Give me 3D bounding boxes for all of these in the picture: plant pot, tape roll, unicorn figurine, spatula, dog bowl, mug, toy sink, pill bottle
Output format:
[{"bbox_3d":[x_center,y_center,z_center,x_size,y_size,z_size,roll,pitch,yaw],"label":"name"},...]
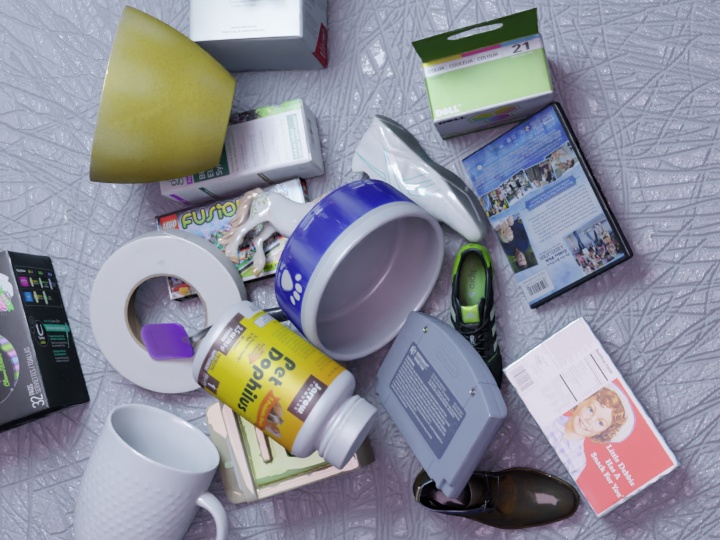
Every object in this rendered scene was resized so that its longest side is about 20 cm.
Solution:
[{"bbox_3d":[-0.221,-0.185,1.265,0.139,0.200,0.204,13,89,-10],"label":"plant pot"},{"bbox_3d":[-0.237,0.051,1.363,0.198,0.037,0.207,2,105,6],"label":"tape roll"},{"bbox_3d":[-0.073,-0.048,1.310,0.197,0.074,0.139,23,78,15],"label":"unicorn figurine"},{"bbox_3d":[-0.171,0.070,1.329,0.196,0.021,0.057,-14,124,5],"label":"spatula"},{"bbox_3d":[0.000,0.000,1.263,0.079,0.199,0.201,39,94,34],"label":"dog bowl"},{"bbox_3d":[-0.249,0.289,1.327,0.198,0.148,0.178,29,103,9],"label":"mug"},{"bbox_3d":[-0.099,0.199,1.319,0.196,0.112,0.133,-17,83,10],"label":"toy sink"},{"bbox_3d":[-0.081,0.130,1.212,0.198,0.109,0.110,33,93,11],"label":"pill bottle"}]

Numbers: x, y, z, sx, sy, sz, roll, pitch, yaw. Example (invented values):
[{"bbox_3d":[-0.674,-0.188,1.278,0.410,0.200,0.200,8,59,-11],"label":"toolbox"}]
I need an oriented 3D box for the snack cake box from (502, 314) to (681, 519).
[{"bbox_3d":[0.265,0.167,1.272,0.114,0.067,0.202,-33,81,6],"label":"snack cake box"}]

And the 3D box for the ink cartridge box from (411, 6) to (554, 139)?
[{"bbox_3d":[0.142,-0.219,1.252,0.145,0.200,0.077,-13,84,10],"label":"ink cartridge box"}]

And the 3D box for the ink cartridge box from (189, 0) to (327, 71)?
[{"bbox_3d":[-0.120,-0.362,1.342,0.142,0.145,0.204,0,86,11],"label":"ink cartridge box"}]

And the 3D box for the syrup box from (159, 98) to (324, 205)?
[{"bbox_3d":[-0.151,-0.145,1.367,0.196,0.081,0.080,-11,81,10],"label":"syrup box"}]

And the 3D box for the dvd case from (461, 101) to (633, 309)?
[{"bbox_3d":[0.218,-0.075,1.295,0.142,0.017,0.203,-30,80,31],"label":"dvd case"}]

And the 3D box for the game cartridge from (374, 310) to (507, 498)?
[{"bbox_3d":[0.090,0.142,1.254,0.201,0.040,0.135,54,126,48],"label":"game cartridge"}]

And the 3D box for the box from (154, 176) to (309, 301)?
[{"bbox_3d":[-0.154,-0.038,1.385,0.196,0.035,0.112,-15,83,10],"label":"box"}]

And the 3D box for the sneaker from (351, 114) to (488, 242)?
[{"bbox_3d":[0.072,-0.097,1.334,0.200,0.070,0.081,44,110,14],"label":"sneaker"}]

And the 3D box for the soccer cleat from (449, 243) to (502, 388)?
[{"bbox_3d":[0.131,0.069,1.297,0.066,0.081,0.204,-3,86,11],"label":"soccer cleat"}]

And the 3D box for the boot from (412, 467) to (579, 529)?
[{"bbox_3d":[0.154,0.267,1.272,0.196,0.097,0.076,2,87,12],"label":"boot"}]

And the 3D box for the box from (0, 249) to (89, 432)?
[{"bbox_3d":[-0.455,0.094,1.392,0.146,0.124,0.204,-19,84,9],"label":"box"}]
